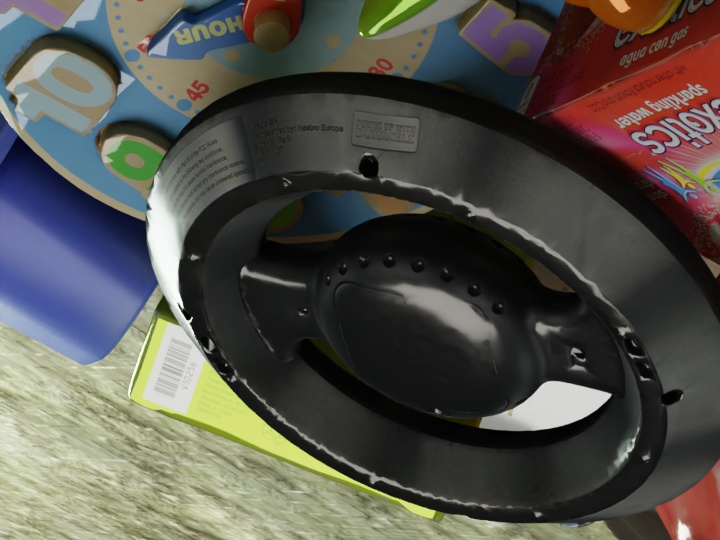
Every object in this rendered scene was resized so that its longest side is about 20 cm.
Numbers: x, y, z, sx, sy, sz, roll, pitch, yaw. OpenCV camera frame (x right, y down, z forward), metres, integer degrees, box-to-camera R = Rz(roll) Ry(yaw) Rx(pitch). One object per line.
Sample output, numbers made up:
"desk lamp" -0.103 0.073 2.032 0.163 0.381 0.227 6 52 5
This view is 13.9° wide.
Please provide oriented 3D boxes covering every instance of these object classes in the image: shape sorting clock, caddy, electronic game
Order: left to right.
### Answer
"caddy" -0.110 -0.046 1.098 0.105 0.142 0.200 33 171 -7
"shape sorting clock" -0.027 -0.084 0.936 0.199 0.039 0.200 2 129 2
"electronic game" 0.025 0.013 0.933 0.200 0.042 0.200 17 144 13

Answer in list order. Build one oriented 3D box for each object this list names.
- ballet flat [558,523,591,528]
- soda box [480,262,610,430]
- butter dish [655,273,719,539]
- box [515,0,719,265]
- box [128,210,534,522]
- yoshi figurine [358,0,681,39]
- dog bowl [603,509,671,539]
"ballet flat" 0.077 0.060 1.310 0.074 0.074 0.200 13 159 30
"soda box" 0.024 0.011 1.204 0.200 0.068 0.064 19 132 10
"butter dish" 0.158 0.080 1.024 0.200 0.148 0.199 55 170 -4
"box" 0.136 -0.071 0.825 0.100 0.096 0.200 30 161 -15
"box" 0.000 0.000 1.102 0.122 0.200 0.048 22 125 0
"yoshi figurine" 0.005 -0.146 0.799 0.200 0.112 0.112 22 138 -17
"dog bowl" 0.209 0.115 1.316 0.200 0.059 0.200 21 162 7
